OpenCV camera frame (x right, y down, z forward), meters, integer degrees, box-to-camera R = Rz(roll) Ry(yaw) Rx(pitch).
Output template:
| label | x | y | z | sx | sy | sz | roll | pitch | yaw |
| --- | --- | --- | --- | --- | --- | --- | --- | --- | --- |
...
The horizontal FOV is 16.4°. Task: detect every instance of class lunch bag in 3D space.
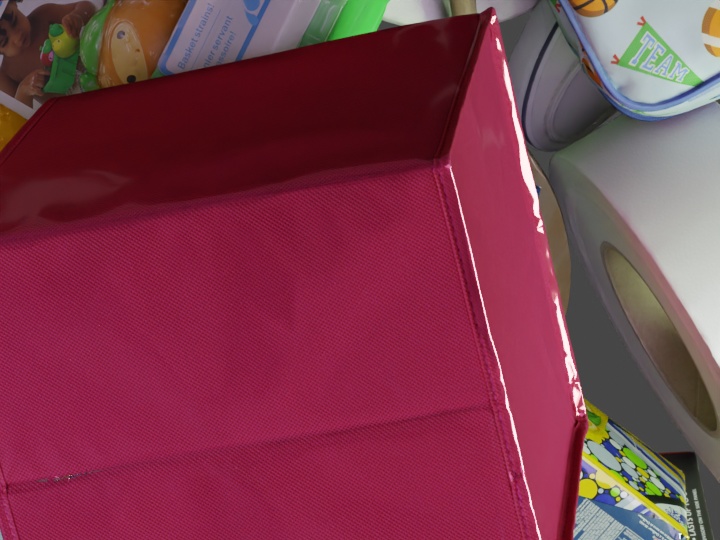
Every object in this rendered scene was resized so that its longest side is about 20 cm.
| label | x | y | z | sx | sy | sz | roll | pitch | yaw |
| --- | --- | --- | --- | --- | --- | --- | --- | --- | --- |
| lunch bag | 0.144 | -0.169 | 1.088 | 0.160 | 0.076 | 0.200 | -28 | 85 | 8 |

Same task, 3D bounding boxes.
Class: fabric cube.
| label | x | y | z | sx | sy | sz | roll | pitch | yaw |
| --- | --- | --- | --- | --- | --- | --- | --- | --- | --- |
| fabric cube | -0.029 | 0.031 | 0.985 | 0.199 | 0.196 | 0.200 | -10 | 109 | 11 |

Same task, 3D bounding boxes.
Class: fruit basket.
| label | x | y | z | sx | sy | sz | roll | pitch | yaw |
| --- | --- | --- | --- | --- | --- | --- | --- | --- | --- |
| fruit basket | -0.091 | -0.137 | 1.106 | 0.200 | 0.094 | 0.186 | 30 | 100 | 9 |

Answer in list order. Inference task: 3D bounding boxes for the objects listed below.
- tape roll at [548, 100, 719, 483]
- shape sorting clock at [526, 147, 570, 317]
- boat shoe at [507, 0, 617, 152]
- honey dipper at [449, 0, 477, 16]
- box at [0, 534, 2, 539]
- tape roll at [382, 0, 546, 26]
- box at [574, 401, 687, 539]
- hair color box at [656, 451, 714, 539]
| label | x | y | z | sx | sy | sz | roll | pitch | yaw |
| --- | --- | --- | --- | --- | --- | --- | --- | --- | --- |
| tape roll | 0.168 | 0.016 | 1.160 | 0.071 | 0.202 | 0.203 | -30 | 107 | -5 |
| shape sorting clock | 0.000 | 0.000 | 1.188 | 0.199 | 0.039 | 0.201 | -1 | 114 | -2 |
| boat shoe | 0.144 | -0.125 | 1.168 | 0.072 | 0.066 | 0.200 | 23 | 115 | -45 |
| honey dipper | 0.047 | -0.111 | 1.154 | 0.038 | 0.038 | 0.200 | -17 | 127 | -8 |
| box | -0.126 | 0.101 | 1.172 | 0.199 | 0.070 | 0.064 | 7 | 134 | -14 |
| tape roll | 0.040 | -0.214 | 1.168 | 0.202 | 0.037 | 0.203 | -3 | 103 | -11 |
| box | 0.052 | 0.070 | 1.139 | 0.200 | 0.070 | 0.064 | 38 | 108 | -7 |
| hair color box | 0.072 | 0.150 | 1.218 | 0.199 | 0.061 | 0.102 | -4 | 62 | -12 |
